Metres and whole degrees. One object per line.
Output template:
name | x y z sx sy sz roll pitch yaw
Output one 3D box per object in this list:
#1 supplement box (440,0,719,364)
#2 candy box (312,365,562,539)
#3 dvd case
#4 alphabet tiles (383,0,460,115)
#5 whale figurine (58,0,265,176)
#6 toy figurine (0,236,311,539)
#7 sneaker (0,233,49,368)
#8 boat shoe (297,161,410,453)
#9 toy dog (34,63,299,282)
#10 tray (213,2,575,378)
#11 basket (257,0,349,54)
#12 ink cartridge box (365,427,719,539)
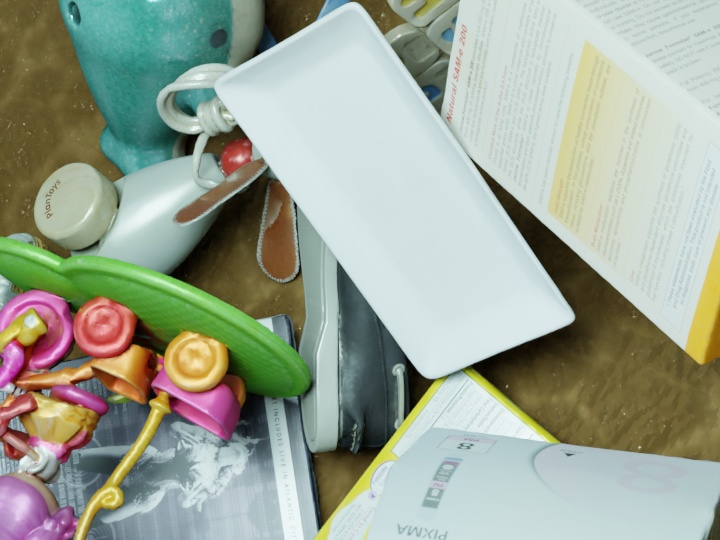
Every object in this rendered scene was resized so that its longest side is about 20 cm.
supplement box | 0.131 -0.071 1.022 0.073 0.127 0.200 -24 52 -30
candy box | 0.029 0.155 1.163 0.102 0.026 0.200 40 94 24
dvd case | -0.125 0.116 1.239 0.198 0.016 0.150 -12 72 8
alphabet tiles | 0.093 -0.135 1.132 0.195 0.200 0.015 -35 60 14
whale figurine | -0.131 -0.129 1.284 0.159 0.103 0.201 46 135 33
toy figurine | -0.152 0.099 1.149 0.199 0.150 0.185 20 72 14
sneaker | -0.239 0.073 1.327 0.087 0.076 0.202 -1 71 30
boat shoe | 0.000 0.000 1.184 0.060 0.074 0.202 -1 94 -13
toy dog | -0.097 -0.024 1.251 0.199 0.131 0.097 -32 55 39
tray | 0.020 -0.040 1.114 0.107 0.201 0.022 -25 18 37
basket | -0.034 -0.242 1.291 0.177 0.138 0.201 54 129 33
ink cartridge box | 0.083 0.129 1.027 0.161 0.200 0.058 7 100 16
